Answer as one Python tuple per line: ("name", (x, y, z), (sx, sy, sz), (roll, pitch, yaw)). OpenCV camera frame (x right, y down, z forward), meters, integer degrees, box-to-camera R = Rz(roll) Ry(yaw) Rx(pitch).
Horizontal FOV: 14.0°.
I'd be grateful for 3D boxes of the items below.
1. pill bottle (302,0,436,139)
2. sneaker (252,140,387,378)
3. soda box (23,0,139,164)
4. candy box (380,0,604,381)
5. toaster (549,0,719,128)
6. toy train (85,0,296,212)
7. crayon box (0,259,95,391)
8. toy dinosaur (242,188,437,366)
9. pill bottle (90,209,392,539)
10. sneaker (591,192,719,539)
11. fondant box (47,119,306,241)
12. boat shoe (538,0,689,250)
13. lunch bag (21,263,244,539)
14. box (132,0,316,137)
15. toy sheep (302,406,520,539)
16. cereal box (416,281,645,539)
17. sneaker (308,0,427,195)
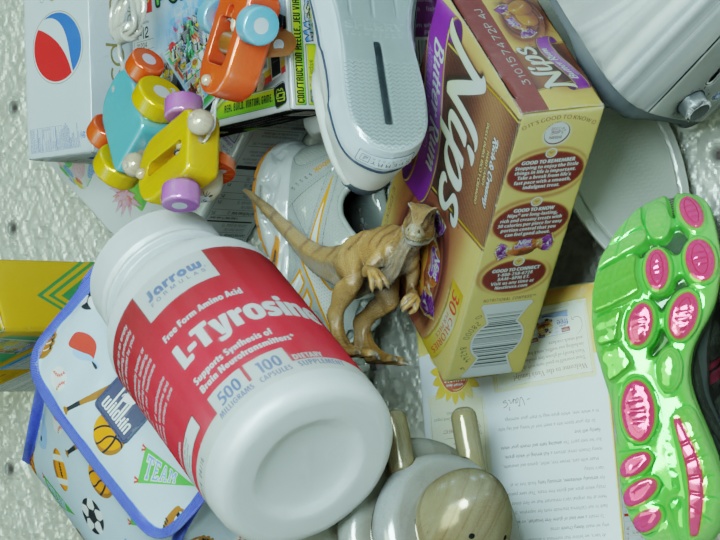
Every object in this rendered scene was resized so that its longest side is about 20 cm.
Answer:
("pill bottle", (0.013, -0.182, 1.751), (0.112, 0.112, 0.201), (-7, 84, 40))
("sneaker", (-0.011, 0.015, 1.799), (0.092, 0.076, 0.201), (-8, 87, 34))
("soda box", (-0.170, -0.170, 1.861), (0.063, 0.068, 0.201), (-4, 87, 42))
("candy box", (0.069, -0.050, 1.647), (0.201, 0.056, 0.117), (103, 151, -41))
("toaster", (0.166, -0.187, 1.625), (0.129, 0.113, 0.201), (-41, 63, 28))
("toy train", (-0.094, -0.107, 1.712), (0.200, 0.055, 0.151), (13, 89, 63))
("crayon box", (-0.225, 0.037, 1.893), (0.125, 0.200, 0.052), (-25, 74, 37))
("toy dinosaur", (0.000, 0.000, 1.705), (0.200, 0.060, 0.107), (-7, 78, 58))
("pill bottle", (-0.074, 0.053, 1.654), (0.200, 0.112, 0.113), (49, 120, 44))
("sneaker", (0.172, 0.057, 1.633), (0.076, 0.084, 0.201), (-1, 82, 16))
("fondant box", (-0.106, -0.110, 1.887), (0.144, 0.058, 0.200), (45, 116, 31))
("boat shoe", (0.124, -0.086, 1.690), (0.201, 0.074, 0.060), (59, 166, 7))
("lunch bag", (-0.122, 0.104, 1.819), (0.170, 0.123, 0.200), (51, 145, 25))
("box", (-0.078, -0.139, 1.763), (0.200, 0.035, 0.111), (-9, 84, 59))
("toy sheep", (0.021, 0.157, 1.687), (0.200, 0.137, 0.139), (-32, 69, 55))
("cereal box", (0.103, 0.113, 1.720), (0.143, 0.039, 0.201), (-8, 85, 41))
("sneaker", (-0.004, -0.137, 1.654), (0.071, 0.073, 0.201), (127, 147, -56))
